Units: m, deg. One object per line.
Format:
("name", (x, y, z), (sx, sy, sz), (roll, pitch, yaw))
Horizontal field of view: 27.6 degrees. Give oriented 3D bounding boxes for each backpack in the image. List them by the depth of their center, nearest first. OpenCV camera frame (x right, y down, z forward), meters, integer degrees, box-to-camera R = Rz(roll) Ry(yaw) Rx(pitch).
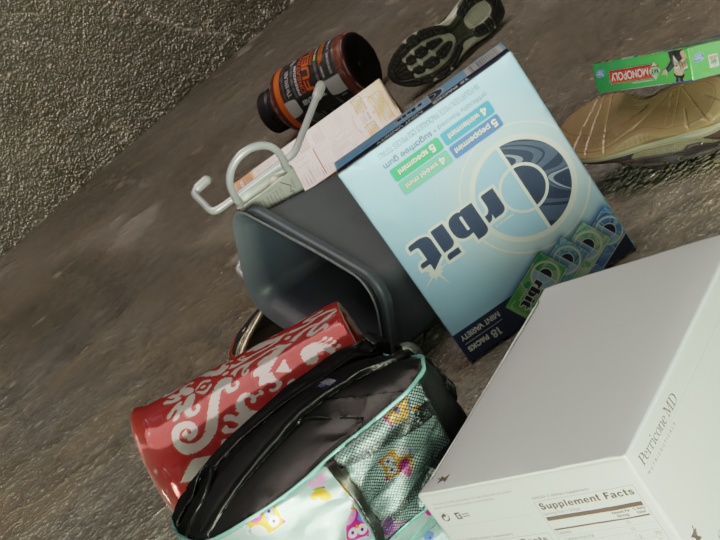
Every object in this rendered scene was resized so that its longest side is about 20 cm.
("backpack", (-0.023, 0.156, 0.996), (0.199, 0.155, 0.176), (-31, 13, -15))

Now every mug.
("mug", (-0.079, 0.115, 1.254), (0.199, 0.134, 0.178), (-32, 23, 4))

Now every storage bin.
("storage bin", (0.000, 0.000, 1.364), (0.134, 0.147, 0.199), (-34, 44, -29))

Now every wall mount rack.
("wall mount rack", (-0.067, -0.079, 1.440), (0.173, 0.201, 0.075), (-37, 45, -10))

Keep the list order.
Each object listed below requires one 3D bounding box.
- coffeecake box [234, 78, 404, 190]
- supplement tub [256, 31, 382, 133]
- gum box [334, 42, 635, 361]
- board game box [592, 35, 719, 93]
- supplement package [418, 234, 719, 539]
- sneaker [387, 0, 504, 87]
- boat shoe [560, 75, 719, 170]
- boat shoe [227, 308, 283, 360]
("coffeecake box", (-0.017, -0.091, 1.598), (0.199, 0.153, 0.073), (-35, 56, 8))
("supplement tub", (-0.069, -0.285, 2.286), (0.199, 0.107, 0.107), (-25, 21, 34))
("gum box", (0.103, -0.054, 1.207), (0.169, 0.201, 0.045), (-35, 18, 6))
("board game box", (0.322, -0.192, 1.282), (0.198, 0.030, 0.134), (-15, 9, -25))
("supplement package", (0.158, 0.094, 0.877), (0.155, 0.111, 0.200), (-19, 25, 44))
("sneaker", (0.118, -0.323, 2.107), (0.199, 0.077, 0.089), (-36, 4, -14))
("boat shoe", (0.258, -0.120, 1.306), (0.199, 0.065, 0.073), (-11, 51, 49))
("boat shoe", (-0.062, 0.032, 1.512), (0.200, 0.071, 0.063), (-48, 1, -13))
